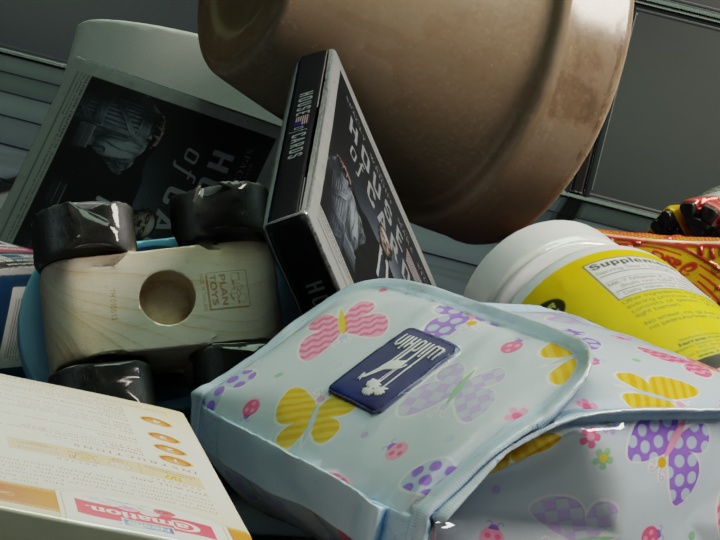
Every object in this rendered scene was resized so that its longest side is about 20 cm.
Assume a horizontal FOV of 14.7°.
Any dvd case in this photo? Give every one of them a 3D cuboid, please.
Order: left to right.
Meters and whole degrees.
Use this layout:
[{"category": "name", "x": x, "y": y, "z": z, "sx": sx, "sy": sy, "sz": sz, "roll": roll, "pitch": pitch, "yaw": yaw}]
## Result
[{"category": "dvd case", "x": -0.119, "y": -0.023, "z": 1.463, "sx": 0.025, "sy": 0.151, "sz": 0.200, "roll": 29, "pitch": -6, "yaw": -43}, {"category": "dvd case", "x": 0.000, "y": 0.000, "z": 1.291, "sx": 0.025, "sy": 0.151, "sz": 0.200, "roll": -19, "pitch": 23, "yaw": 12}]

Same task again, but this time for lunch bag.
[{"category": "lunch bag", "x": 0.054, "y": 0.076, "z": 1.125, "sx": 0.199, "sy": 0.128, "sz": 0.169, "roll": 1, "pitch": 12, "yaw": -34}]

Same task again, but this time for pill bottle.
[{"category": "pill bottle", "x": 0.130, "y": 0.058, "z": 1.312, "sx": 0.114, "sy": 0.115, "sz": 0.200, "roll": 10, "pitch": 19, "yaw": -28}]

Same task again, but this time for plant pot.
[{"category": "plant pot", "x": 0.016, "y": -0.129, "z": 1.436, "sx": 0.174, "sy": 0.201, "sz": 0.200, "roll": 16, "pitch": 5, "yaw": -29}]

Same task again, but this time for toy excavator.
[{"category": "toy excavator", "x": -0.068, "y": 0.034, "z": 1.321, "sx": 0.194, "sy": 0.100, "sz": 0.200, "roll": -6, "pitch": -14, "yaw": -12}]

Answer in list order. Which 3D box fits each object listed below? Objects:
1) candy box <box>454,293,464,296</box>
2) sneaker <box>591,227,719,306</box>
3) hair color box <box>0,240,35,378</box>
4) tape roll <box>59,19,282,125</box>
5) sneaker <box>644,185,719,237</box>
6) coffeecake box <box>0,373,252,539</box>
[{"category": "candy box", "x": 0.144, "y": 0.075, "z": 1.500, "sx": 0.199, "sy": 0.077, "sz": 0.169, "roll": 18, "pitch": 7, "yaw": 36}, {"category": "sneaker", "x": 0.165, "y": 0.009, "z": 1.458, "sx": 0.199, "sy": 0.073, "sz": 0.077, "roll": 14, "pitch": 2, "yaw": -6}, {"category": "hair color box", "x": -0.248, "y": 0.000, "z": 1.385, "sx": 0.199, "sy": 0.061, "sz": 0.100, "roll": 16, "pitch": 7, "yaw": 22}, {"category": "tape roll", "x": -0.091, "y": -0.053, "z": 1.659, "sx": 0.202, "sy": 0.140, "sz": 0.203, "roll": 14, "pitch": -6, "yaw": 1}, {"category": "sneaker", "x": 0.190, "y": 0.023, "z": 1.623, "sx": 0.082, "sy": 0.200, "sz": 0.078, "roll": -29, "pitch": 71, "yaw": -41}, {"category": "coffeecake box", "x": -0.125, "y": 0.085, "z": 0.888, "sx": 0.153, "sy": 0.073, "sz": 0.200, "roll": 13, "pitch": 7, "yaw": -12}]
